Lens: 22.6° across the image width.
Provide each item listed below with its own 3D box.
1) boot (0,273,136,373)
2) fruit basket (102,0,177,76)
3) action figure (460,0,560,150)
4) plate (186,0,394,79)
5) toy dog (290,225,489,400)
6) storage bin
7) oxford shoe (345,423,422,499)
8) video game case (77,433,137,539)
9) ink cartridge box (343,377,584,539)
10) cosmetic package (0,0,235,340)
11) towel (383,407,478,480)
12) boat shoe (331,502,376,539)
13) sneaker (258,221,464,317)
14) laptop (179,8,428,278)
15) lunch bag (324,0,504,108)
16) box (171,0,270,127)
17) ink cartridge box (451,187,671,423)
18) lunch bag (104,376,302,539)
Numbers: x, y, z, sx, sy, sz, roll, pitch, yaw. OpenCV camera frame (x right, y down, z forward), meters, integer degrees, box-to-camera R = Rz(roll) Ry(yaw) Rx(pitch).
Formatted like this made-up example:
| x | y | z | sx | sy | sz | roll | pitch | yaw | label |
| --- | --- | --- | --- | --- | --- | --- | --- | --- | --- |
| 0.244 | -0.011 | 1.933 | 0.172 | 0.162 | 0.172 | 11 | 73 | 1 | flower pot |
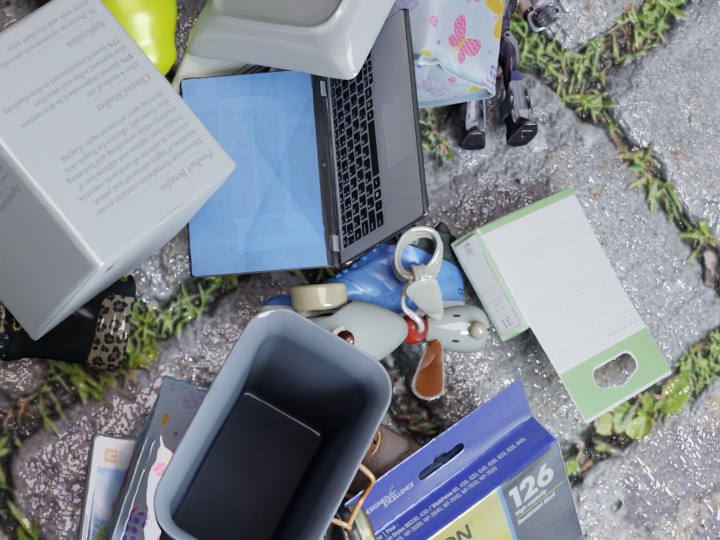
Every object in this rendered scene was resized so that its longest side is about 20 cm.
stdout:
| x | y | z | sx | sy | sz | roll | pitch | yaw | label |
| --- | --- | --- | --- | --- | --- | --- | --- | --- | --- |
| -0.274 | -0.011 | 1.571 | 0.152 | 0.073 | 0.205 | 10 | 72 | -19 | boot |
| -0.221 | -0.268 | 1.619 | 0.214 | 0.156 | 0.217 | -11 | 119 | -20 | fruit basket |
| 0.128 | -0.217 | 1.718 | 0.129 | 0.069 | 0.202 | -4 | 73 | 3 | action figure |
| -0.045 | -0.266 | 1.564 | 0.032 | 0.198 | 0.201 | 46 | 65 | -47 | plate |
| 0.028 | 0.051 | 1.548 | 0.199 | 0.096 | 0.133 | -25 | 103 | -23 | toy dog |
| -0.070 | 0.156 | 1.386 | 0.145 | 0.134 | 0.201 | 29 | 64 | -2 | storage bin |
| -0.009 | 0.155 | 1.586 | 0.199 | 0.073 | 0.072 | 18 | 63 | -21 | oxford shoe |
| -0.157 | 0.253 | 1.563 | 0.180 | 0.022 | 0.202 | 9 | 76 | -12 | video game case |
| 0.098 | 0.226 | 1.563 | 0.197 | 0.047 | 0.201 | -34 | 131 | -18 | ink cartridge box |
| -0.246 | -0.088 | 1.475 | 0.200 | 0.166 | 0.167 | 51 | 53 | 0 | cosmetic package |
| 0.076 | 0.205 | 1.598 | 0.199 | 0.048 | 0.112 | -35 | 125 | -20 | towel |
| -0.013 | 0.287 | 1.474 | 0.064 | 0.073 | 0.202 | -8 | 109 | -11 | boat shoe |
| 0.000 | 0.000 | 1.629 | 0.198 | 0.077 | 0.112 | -2 | 84 | -19 | sneaker |
| -0.051 | -0.106 | 1.520 | 0.115 | 0.200 | 0.189 | 8 | 67 | -33 | laptop |
| 0.034 | -0.237 | 1.638 | 0.127 | 0.199 | 0.171 | 19 | 73 | -42 | lunch bag |
| -0.139 | -0.146 | 1.633 | 0.082 | 0.068 | 0.201 | 22 | 73 | -7 | box |
| 0.186 | 0.035 | 1.659 | 0.145 | 0.048 | 0.201 | -23 | 84 | -43 | ink cartridge box |
| -0.119 | 0.208 | 1.502 | 0.168 | 0.127 | 0.202 | 19 | 81 | -8 | lunch bag |
